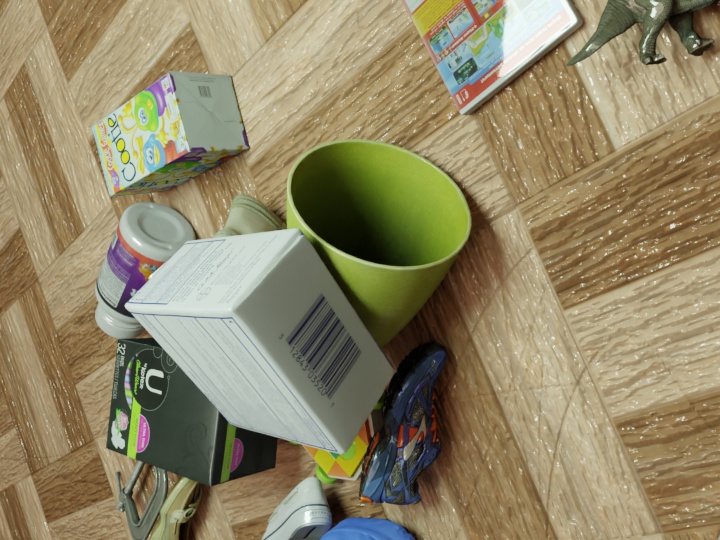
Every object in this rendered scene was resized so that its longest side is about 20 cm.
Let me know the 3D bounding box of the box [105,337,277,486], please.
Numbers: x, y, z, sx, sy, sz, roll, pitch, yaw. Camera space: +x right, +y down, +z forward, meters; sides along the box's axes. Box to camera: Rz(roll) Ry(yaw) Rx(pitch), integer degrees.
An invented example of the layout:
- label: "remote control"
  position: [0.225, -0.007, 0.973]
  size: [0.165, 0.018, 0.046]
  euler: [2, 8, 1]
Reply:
- label: "box"
  position: [-0.214, 0.173, 0.877]
  size: [0.197, 0.124, 0.152]
  euler: [6, 90, 32]

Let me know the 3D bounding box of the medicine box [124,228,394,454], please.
- label: "medicine box"
  position: [-0.098, 0.066, 0.654]
  size: [0.198, 0.103, 0.184]
  euler: [-1, 132, 46]

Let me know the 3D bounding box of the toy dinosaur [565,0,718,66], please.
- label: "toy dinosaur"
  position: [0.254, -0.226, 0.528]
  size: [0.199, 0.076, 0.104]
  euler: [-29, 69, 44]

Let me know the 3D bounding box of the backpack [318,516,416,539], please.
- label: "backpack"
  position: [0.006, 0.407, 0.786]
  size: [0.160, 0.167, 0.205]
  euler: [-10, 89, 33]

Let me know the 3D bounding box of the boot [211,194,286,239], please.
- label: "boot"
  position: [-0.110, 0.015, 0.828]
  size: [0.071, 0.156, 0.202]
  euler: [-25, 116, 17]

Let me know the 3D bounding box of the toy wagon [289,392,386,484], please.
- label: "toy wagon"
  position: [-0.053, 0.171, 0.864]
  size: [0.200, 0.039, 0.157]
  euler: [43, 122, 24]

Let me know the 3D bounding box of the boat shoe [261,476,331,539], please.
- label: "boat shoe"
  position: [-0.088, 0.345, 0.919]
  size: [0.201, 0.072, 0.068]
  euler: [-51, 35, 41]

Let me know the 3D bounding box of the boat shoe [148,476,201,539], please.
- label: "boat shoe"
  position: [-0.287, 0.392, 1.085]
  size: [0.062, 0.073, 0.203]
  euler: [28, 117, 1]

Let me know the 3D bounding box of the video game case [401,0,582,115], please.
- label: "video game case"
  position: [0.109, -0.279, 0.657]
  size: [0.142, 0.017, 0.203]
  euler: [-33, 78, 38]

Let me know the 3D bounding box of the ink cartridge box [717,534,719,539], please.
- label: "ink cartridge box"
  position: [0.390, 0.257, 0.505]
  size: [0.201, 0.067, 0.117]
  euler: [51, 126, 19]

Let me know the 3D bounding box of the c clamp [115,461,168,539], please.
- label: "c clamp"
  position: [-0.378, 0.364, 1.147]
  size: [0.201, 0.027, 0.172]
  euler: [-55, 45, 29]

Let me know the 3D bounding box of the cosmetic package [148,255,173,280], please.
- label: "cosmetic package"
  position: [-0.178, 0.045, 0.841]
  size: [0.050, 0.200, 0.083]
  euler: [-37, 72, 4]

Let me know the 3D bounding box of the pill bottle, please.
- label: "pill bottle"
  position: [-0.332, 0.007, 1.011]
  size: [0.112, 0.111, 0.201]
  euler: [48, 125, 20]

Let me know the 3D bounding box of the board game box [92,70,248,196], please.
- label: "board game box"
  position: [-0.263, -0.182, 0.922]
  size: [0.198, 0.104, 0.105]
  euler: [-15, 90, 40]

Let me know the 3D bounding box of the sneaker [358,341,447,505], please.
- label: "sneaker"
  position: [0.060, 0.175, 0.762]
  size: [0.077, 0.075, 0.204]
  euler: [18, 104, -4]

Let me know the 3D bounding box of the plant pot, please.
- label: "plant pot"
  position: [0.000, 0.000, 0.717]
  size: [0.187, 0.186, 0.202]
  euler: [42, 139, 24]
